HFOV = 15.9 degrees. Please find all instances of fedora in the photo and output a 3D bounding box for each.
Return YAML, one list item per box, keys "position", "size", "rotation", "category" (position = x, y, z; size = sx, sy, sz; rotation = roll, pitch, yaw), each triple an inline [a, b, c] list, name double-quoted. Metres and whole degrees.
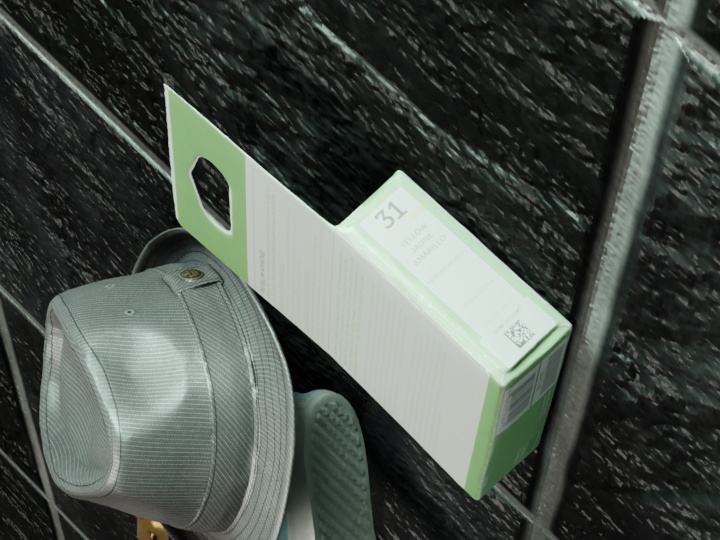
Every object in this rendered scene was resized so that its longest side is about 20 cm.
- position: [-0.116, 0.070, 1.363]
  size: [0.200, 0.090, 0.177]
  rotation: [53, 138, 49]
  category: "fedora"

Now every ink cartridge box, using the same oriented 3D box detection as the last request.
- position: [0.000, 0.000, 1.138]
  size: [0.200, 0.048, 0.146]
  rotation: [44, 162, 16]
  category: "ink cartridge box"

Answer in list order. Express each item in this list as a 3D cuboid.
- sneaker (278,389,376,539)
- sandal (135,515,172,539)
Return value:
- position: [-0.038, 0.162, 1.402]
  size: [0.082, 0.074, 0.201]
  rotation: [2, 95, 39]
  category: "sneaker"
- position: [-0.119, 0.126, 1.505]
  size: [0.200, 0.054, 0.082]
  rotation: [20, 121, 52]
  category: "sandal"
